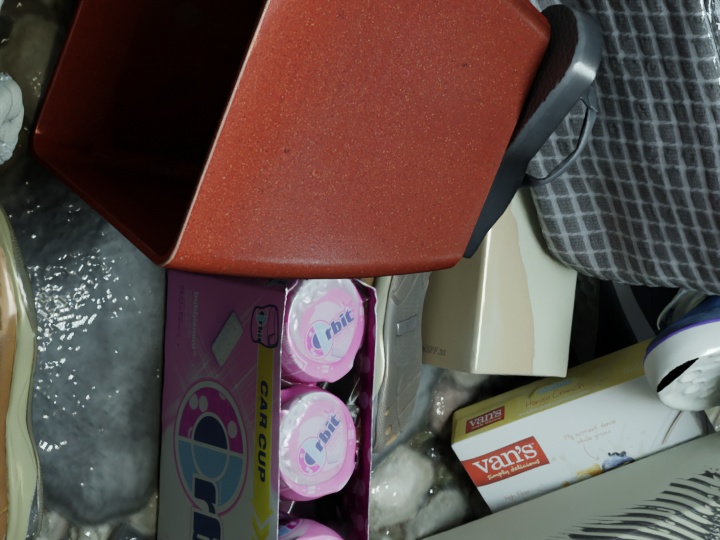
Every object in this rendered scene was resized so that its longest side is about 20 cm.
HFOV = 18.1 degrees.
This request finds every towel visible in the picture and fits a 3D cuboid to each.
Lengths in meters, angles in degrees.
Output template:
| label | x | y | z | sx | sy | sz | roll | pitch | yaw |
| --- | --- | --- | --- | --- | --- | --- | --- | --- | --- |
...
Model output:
| label | x | y | z | sx | sy | sz | roll | pitch | yaw |
| --- | --- | --- | --- | --- | --- | --- | --- | --- | --- |
| towel | 0.157 | -0.083 | 1.216 | 0.085 | 0.165 | 0.201 | -35 | 118 | -32 |

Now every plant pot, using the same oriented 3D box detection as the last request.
| label | x | y | z | sx | sy | sz | roll | pitch | yaw |
| --- | --- | --- | --- | --- | --- | --- | --- | --- | --- |
| plant pot | -0.026 | -0.102 | 1.130 | 0.175 | 0.200 | 0.201 | 17 | 100 | -32 |

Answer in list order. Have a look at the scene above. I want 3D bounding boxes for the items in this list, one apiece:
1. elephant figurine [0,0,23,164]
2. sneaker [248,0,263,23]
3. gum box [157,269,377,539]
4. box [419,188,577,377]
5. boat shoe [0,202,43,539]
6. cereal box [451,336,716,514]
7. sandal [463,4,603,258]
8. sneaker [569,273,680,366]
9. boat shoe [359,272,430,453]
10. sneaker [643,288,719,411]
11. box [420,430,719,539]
| label | x | y | z | sx | sy | sz | roll | pitch | yaw |
| --- | --- | --- | --- | --- | --- | --- | --- | --- | --- |
| elephant figurine | -0.216 | -0.147 | 1.066 | 0.142 | 0.154 | 0.202 | 65 | 22 | -63 |
| sneaker | 0.010 | -0.154 | 1.273 | 0.199 | 0.078 | 0.141 | -13 | 105 | -27 |
| gum box | -0.051 | 0.092 | 1.224 | 0.066 | 0.113 | 0.202 | -2 | 97 | -37 |
| box | 0.075 | -0.043 | 1.320 | 0.077 | 0.095 | 0.202 | 4 | 92 | -39 |
| boat shoe | -0.205 | 0.051 | 1.125 | 0.073 | 0.075 | 0.202 | -11 | 101 | -33 |
| cereal box | 0.162 | 0.145 | 1.388 | 0.201 | 0.143 | 0.040 | 57 | 23 | -28 |
| sandal | 0.090 | -0.073 | 1.185 | 0.042 | 0.200 | 0.077 | 16 | 62 | -9 |
| sneaker | 0.174 | -0.022 | 1.415 | 0.146 | 0.077 | 0.204 | -33 | 107 | -40 |
| boat shoe | 0.000 | 0.000 | 1.273 | 0.076 | 0.071 | 0.202 | -5 | 106 | -67 |
| sneaker | 0.206 | -0.004 | 1.331 | 0.199 | 0.081 | 0.147 | -7 | 61 | -46 |
| box | 0.139 | 0.174 | 1.338 | 0.199 | 0.069 | 0.083 | -23 | 118 | 14 |
